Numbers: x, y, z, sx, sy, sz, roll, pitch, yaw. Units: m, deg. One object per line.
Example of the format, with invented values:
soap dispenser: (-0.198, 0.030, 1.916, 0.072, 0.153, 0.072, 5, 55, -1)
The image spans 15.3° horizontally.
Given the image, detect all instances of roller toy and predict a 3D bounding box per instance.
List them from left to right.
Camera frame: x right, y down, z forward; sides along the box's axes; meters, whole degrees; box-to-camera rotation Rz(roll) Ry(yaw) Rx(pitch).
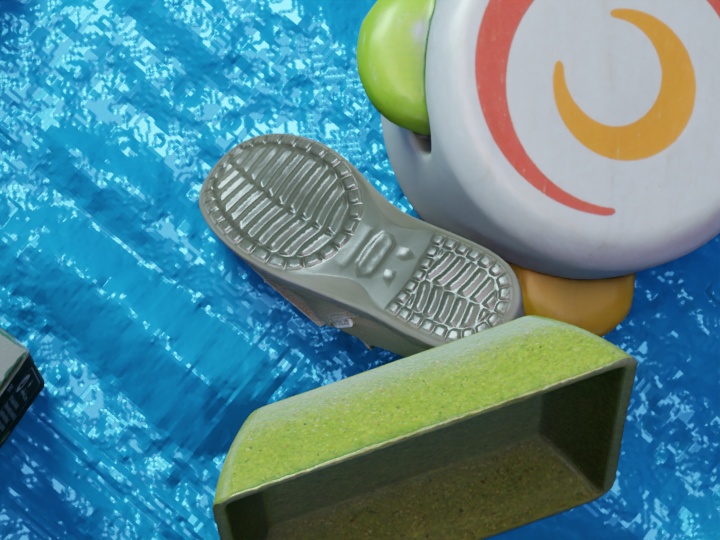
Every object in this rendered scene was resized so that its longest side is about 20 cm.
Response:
roller toy: (0.107, -0.085, 1.316, 0.182, 0.140, 0.200, -40, 95, -13)

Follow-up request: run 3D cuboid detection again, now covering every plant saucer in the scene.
plant saucer: (0.025, 0.087, 1.263, 0.199, 0.200, 0.048, -18, 68, -6)

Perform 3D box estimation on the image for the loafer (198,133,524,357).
loafer: (0.000, 0.000, 1.314, 0.200, 0.068, 0.076, 33, 71, 34)

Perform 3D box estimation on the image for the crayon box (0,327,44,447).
crayon box: (-0.248, 0.008, 1.288, 0.200, 0.126, 0.052, 35, 81, 2)
